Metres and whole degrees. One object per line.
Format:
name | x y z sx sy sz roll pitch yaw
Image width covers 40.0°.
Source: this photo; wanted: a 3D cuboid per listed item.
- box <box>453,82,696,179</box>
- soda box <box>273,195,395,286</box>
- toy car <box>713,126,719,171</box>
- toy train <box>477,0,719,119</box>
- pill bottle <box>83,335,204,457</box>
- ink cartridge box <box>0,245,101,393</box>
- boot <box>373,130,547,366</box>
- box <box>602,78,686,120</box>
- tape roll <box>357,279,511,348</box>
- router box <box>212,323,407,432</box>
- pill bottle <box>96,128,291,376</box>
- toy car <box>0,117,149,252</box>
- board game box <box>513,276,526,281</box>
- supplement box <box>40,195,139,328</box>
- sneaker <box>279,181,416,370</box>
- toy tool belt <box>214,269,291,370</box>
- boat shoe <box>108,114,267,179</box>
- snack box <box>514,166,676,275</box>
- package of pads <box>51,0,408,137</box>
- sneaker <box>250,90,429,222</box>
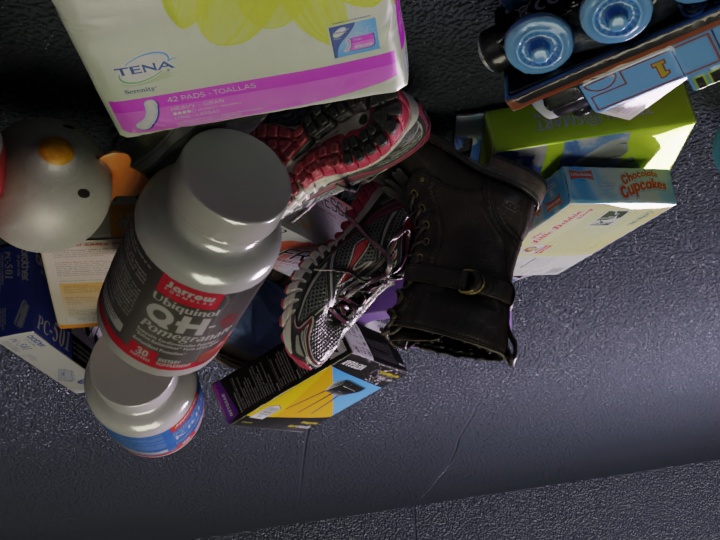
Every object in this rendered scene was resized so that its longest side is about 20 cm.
box | 0.183 -0.106 0.883 0.198 0.048 0.122 -9 157 -2
soda box | -0.045 -0.032 0.943 0.063 0.069 0.199 -21 154 28
toy car | 0.444 -0.062 0.862 0.183 0.202 0.177 3 155 -26
toy train | 0.180 -0.165 0.657 0.199 0.087 0.114 -21 133 27
pill bottle | -0.220 0.121 1.008 0.111 0.113 0.200 -6 162 -7
ink cartridge box | -0.315 0.054 1.021 0.044 0.095 0.200 -10 158 4
boot | 0.053 -0.021 0.815 0.198 0.175 0.069 16 159 15
box | 0.254 -0.181 0.738 0.041 0.039 0.200 4 154 -31
tape roll | 0.070 0.037 1.107 0.198 0.066 0.200 3 164 1
router box | -0.047 0.114 1.051 0.148 0.051 0.200 -31 161 11
pill bottle | -0.124 -0.012 0.743 0.110 0.112 0.200 3 146 -27
toy car | -0.238 -0.065 0.675 0.198 0.186 0.177 -10 161 -31
board game box | 0.154 -0.038 1.050 0.125 0.035 0.199 -20 155 27
supplement box | -0.223 -0.019 0.905 0.125 0.074 0.200 -3 157 -14
sneaker | 0.000 0.000 0.882 0.074 0.201 0.081 25 168 37
toy tool belt | -0.090 0.047 1.053 0.199 0.126 0.122 12 159 -42
boat shoe | -0.138 -0.112 0.746 0.074 0.065 0.201 -12 170 -38
snack box | 0.187 -0.041 0.933 0.115 0.037 0.200 -2 162 -24
package of pads | -0.076 -0.164 0.586 0.198 0.069 0.155 -10 145 3
sneaker | -0.035 -0.084 0.797 0.199 0.081 0.074 -19 166 29
